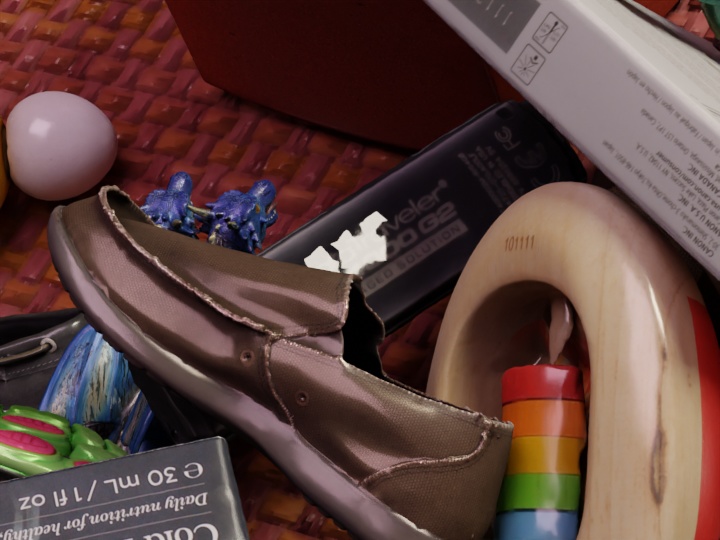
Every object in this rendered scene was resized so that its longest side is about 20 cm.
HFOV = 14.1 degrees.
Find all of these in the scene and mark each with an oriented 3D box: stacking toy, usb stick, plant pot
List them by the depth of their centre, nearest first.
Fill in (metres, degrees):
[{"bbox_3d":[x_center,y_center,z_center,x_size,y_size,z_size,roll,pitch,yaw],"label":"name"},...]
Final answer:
[{"bbox_3d":[0.000,0.000,1.122,0.200,0.033,0.056,-33,80,-21],"label":"usb stick"},{"bbox_3d":[0.035,-0.162,1.211,0.176,0.200,0.200,33,72,30],"label":"plant pot"},{"bbox_3d":[-0.207,-0.045,1.298,0.199,0.147,0.147,-3,50,1],"label":"stacking toy"}]

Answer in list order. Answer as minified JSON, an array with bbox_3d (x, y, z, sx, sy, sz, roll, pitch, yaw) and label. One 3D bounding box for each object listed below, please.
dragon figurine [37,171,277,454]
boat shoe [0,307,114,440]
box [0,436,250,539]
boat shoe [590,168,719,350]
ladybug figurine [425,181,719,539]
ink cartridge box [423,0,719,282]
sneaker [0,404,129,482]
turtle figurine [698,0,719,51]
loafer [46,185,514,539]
[{"bbox_3d":[-0.086,0.055,1.145,0.059,0.100,0.201,12,60,34],"label":"dragon figurine"},{"bbox_3d":[-0.191,0.037,1.219,0.199,0.067,0.070,4,19,29],"label":"boat shoe"},{"bbox_3d":[-0.118,0.185,0.982,0.199,0.124,0.197,-12,59,-8],"label":"box"},{"bbox_3d":[0.134,0.023,1.091,0.072,0.072,0.200,-55,42,22],"label":"boat shoe"},{"bbox_3d":[0.080,0.071,1.034,0.135,0.072,0.201,-4,78,53],"label":"ladybug figurine"},{"bbox_3d":[0.135,-0.043,1.075,0.044,0.173,0.200,-54,48,12],"label":"ink cartridge box"},{"bbox_3d":[-0.170,0.094,1.090,0.199,0.077,0.084,-1,96,16],"label":"sneaker"},{"bbox_3d":[0.171,-0.114,1.119,0.101,0.199,0.150,-35,33,50],"label":"turtle figurine"},{"bbox_3d":[-0.024,0.027,1.031,0.200,0.073,0.071,37,96,14],"label":"loafer"}]
